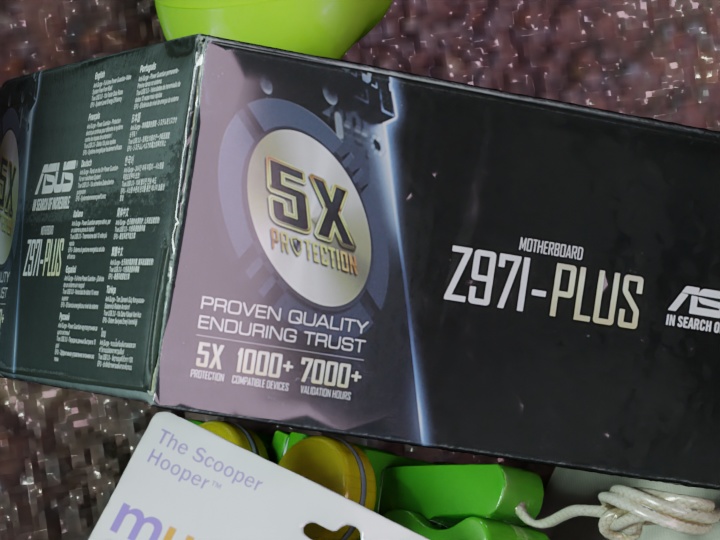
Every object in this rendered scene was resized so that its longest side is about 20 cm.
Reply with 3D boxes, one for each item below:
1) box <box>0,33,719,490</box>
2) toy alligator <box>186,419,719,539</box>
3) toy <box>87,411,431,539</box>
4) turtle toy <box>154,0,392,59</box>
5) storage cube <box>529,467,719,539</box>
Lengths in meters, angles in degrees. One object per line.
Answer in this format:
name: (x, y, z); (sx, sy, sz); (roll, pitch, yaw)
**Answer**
box: (0.000, 0.000, 0.739); (0.164, 0.200, 0.086); (9, 87, -19)
toy alligator: (0.010, 0.075, 0.748); (0.059, 0.200, 0.054); (15, 83, -43)
toy: (-0.044, 0.140, 0.658); (0.115, 0.047, 0.200); (26, 79, 8)
turtle toy: (-0.015, -0.147, 0.778); (0.101, 0.146, 0.200); (24, 82, -40)
storage cube: (0.152, 0.104, 0.759); (0.180, 0.171, 0.200); (29, 80, -17)
